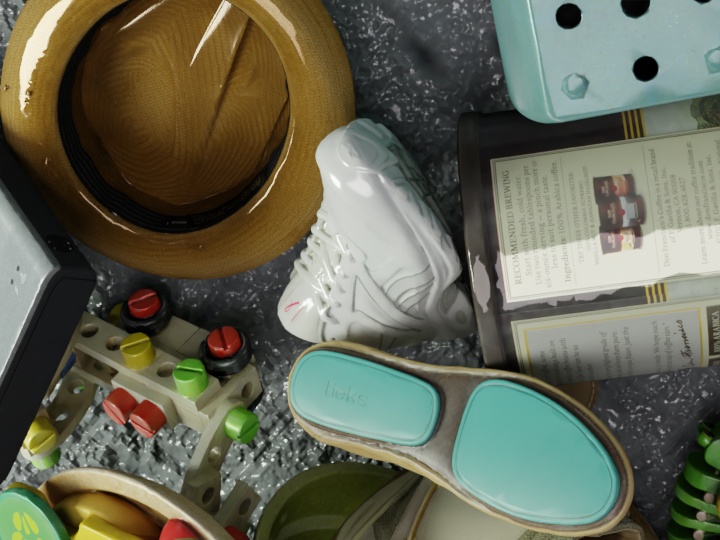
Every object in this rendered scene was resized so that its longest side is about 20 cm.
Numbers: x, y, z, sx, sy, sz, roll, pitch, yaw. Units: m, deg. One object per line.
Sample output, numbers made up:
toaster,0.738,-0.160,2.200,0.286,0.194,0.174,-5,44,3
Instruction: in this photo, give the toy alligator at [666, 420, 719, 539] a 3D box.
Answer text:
toy alligator,0.208,0.112,0.934,0.054,0.059,0.202,10,113,10

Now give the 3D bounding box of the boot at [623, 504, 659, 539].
boot,0.192,0.231,0.932,0.066,0.175,0.201,-37,110,-15

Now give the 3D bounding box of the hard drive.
hard drive,-0.217,-0.003,0.872,0.033,0.200,0.140,5,122,-42

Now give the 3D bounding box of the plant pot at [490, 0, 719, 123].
plant pot,0.122,-0.149,0.758,0.140,0.200,0.143,-10,111,9

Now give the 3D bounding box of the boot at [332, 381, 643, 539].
boot,0.095,0.119,0.857,0.200,0.154,0.073,-41,117,-26

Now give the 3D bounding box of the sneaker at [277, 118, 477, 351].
sneaker,0.000,0.000,0.842,0.099,0.078,0.200,-26,149,0

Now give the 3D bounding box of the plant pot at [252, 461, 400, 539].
plant pot,-0.018,0.247,0.957,0.199,0.201,0.185,33,124,-8

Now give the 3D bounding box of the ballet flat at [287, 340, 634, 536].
ballet flat,0.055,0.078,0.811,0.199,0.063,0.069,20,87,33

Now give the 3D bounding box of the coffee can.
coffee can,0.157,-0.021,0.837,0.198,0.147,0.148,-7,112,8

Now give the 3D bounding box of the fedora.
fedora,-0.091,-0.095,0.866,0.198,0.082,0.203,4,119,8

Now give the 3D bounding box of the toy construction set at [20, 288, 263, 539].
toy construction set,-0.129,0.081,0.909,0.199,0.131,0.093,32,148,20

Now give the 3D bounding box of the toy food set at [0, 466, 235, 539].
toy food set,-0.111,0.192,0.849,0.196,0.049,0.202,17,126,32
